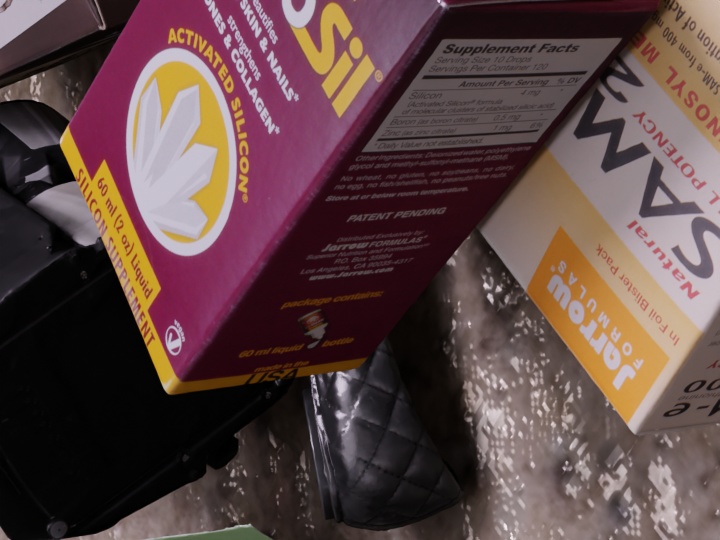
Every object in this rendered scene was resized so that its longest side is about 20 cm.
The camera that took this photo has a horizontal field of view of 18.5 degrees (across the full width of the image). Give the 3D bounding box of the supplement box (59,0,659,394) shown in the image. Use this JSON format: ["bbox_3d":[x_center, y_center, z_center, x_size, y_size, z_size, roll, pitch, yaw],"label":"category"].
[{"bbox_3d":[-0.009,-0.062,0.711,0.200,0.085,0.111,-52,55,43],"label":"supplement box"}]

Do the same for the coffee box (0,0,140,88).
[{"bbox_3d":[-0.133,-0.129,0.935,0.199,0.113,0.080,-15,99,51],"label":"coffee box"}]

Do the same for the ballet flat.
[{"bbox_3d":[0.000,0.000,0.860,0.066,0.056,0.202,109,154,-82],"label":"ballet flat"}]

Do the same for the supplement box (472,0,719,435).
[{"bbox_3d":[0.118,-0.065,0.676,0.126,0.073,0.201,54,132,34],"label":"supplement box"}]

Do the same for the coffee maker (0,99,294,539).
[{"bbox_3d":[-0.154,0.017,0.910,0.200,0.191,0.136,27,125,55],"label":"coffee maker"}]

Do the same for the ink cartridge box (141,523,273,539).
[{"bbox_3d":[-0.057,0.156,0.865,0.199,0.145,0.048,-11,50,51],"label":"ink cartridge box"}]
